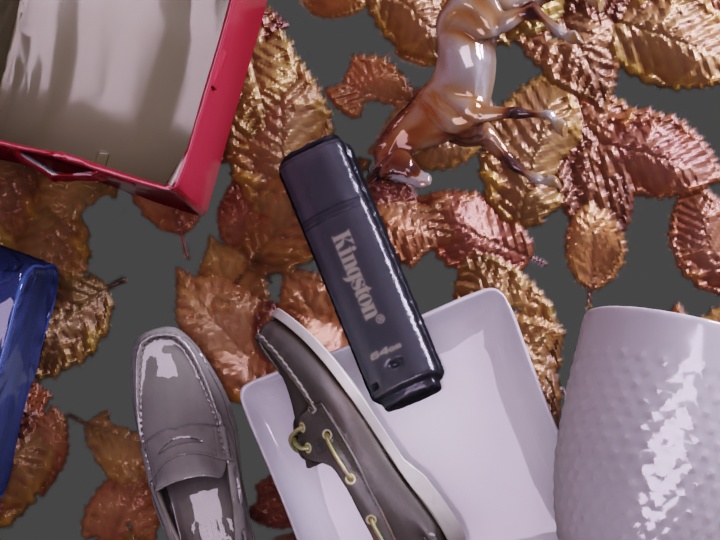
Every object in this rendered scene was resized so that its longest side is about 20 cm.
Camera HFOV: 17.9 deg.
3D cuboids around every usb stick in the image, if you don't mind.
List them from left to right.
[{"bbox_3d":[0.000,0.000,1.585,0.055,0.033,0.200,-23,72,1],"label":"usb stick"}]

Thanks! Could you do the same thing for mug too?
[{"bbox_3d":[0.226,0.134,1.522,0.200,0.148,0.175,14,80,-2],"label":"mug"}]

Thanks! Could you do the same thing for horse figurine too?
[{"bbox_3d":[0.091,-0.144,1.597,0.133,0.050,0.200,14,95,20],"label":"horse figurine"}]

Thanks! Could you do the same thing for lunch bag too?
[{"bbox_3d":[-0.299,0.071,1.562,0.132,0.136,0.200,15,88,4],"label":"lunch bag"}]

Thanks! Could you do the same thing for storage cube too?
[{"bbox_3d":[-0.168,-0.149,1.550,0.171,0.180,0.200,15,86,3],"label":"storage cube"}]

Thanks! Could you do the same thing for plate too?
[{"bbox_3d":[0.042,0.138,1.595,0.200,0.032,0.200,-22,84,1],"label":"plate"}]

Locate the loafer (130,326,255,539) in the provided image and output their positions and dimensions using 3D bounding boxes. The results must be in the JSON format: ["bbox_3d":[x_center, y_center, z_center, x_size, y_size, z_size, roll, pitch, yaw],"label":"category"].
[{"bbox_3d":[-0.114,0.135,1.582,0.070,0.070,0.200,-19,86,1],"label":"loafer"}]

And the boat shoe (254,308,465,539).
[{"bbox_3d":[-0.011,0.117,1.547,0.060,0.072,0.202,-37,89,-5],"label":"boat shoe"}]
